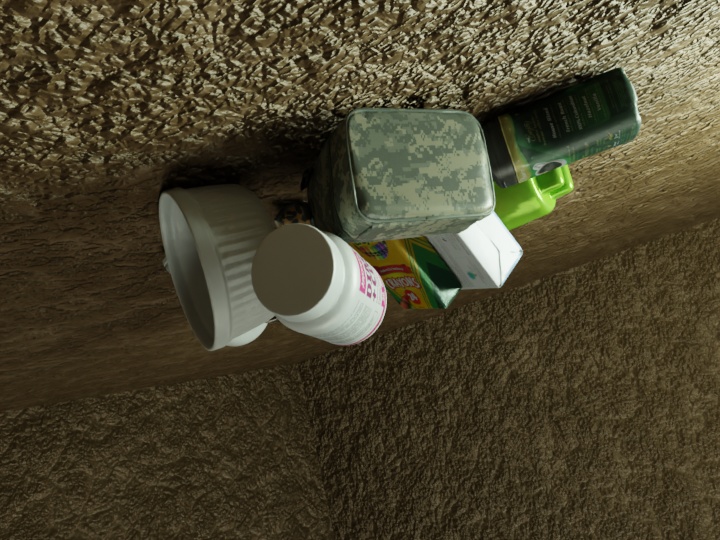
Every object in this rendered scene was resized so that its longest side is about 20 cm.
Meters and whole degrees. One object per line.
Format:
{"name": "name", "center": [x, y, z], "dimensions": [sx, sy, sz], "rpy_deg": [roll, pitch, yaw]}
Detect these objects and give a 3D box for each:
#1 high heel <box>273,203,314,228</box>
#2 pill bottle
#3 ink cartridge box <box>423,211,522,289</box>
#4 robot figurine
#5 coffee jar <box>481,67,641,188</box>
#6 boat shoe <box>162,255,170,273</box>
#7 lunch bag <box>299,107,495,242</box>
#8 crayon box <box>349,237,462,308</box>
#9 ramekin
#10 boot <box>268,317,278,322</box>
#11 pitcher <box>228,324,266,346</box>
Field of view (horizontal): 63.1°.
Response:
{"name": "high heel", "center": [-0.098, 0.000, 0.917], "dimensions": [0.070, 0.206, 0.141], "rpy_deg": [9, -174, 32]}
{"name": "pill bottle", "center": [-0.043, 0.020, 0.680], "dimensions": [0.111, 0.116, 0.200], "rpy_deg": [-17, 164, 12]}
{"name": "ink cartridge box", "center": [0.130, -0.043, 0.900], "dimensions": [0.077, 0.137, 0.199], "rpy_deg": [-47, -163, -23]}
{"name": "robot figurine", "center": [0.221, -0.122, 0.908], "dimensions": [0.197, 0.119, 0.173], "rpy_deg": [-23, 165, 36]}
{"name": "coffee jar", "center": [0.251, -0.179, 0.762], "dimensions": [0.196, 0.088, 0.104], "rpy_deg": [-20, 171, 17]}
{"name": "boat shoe", "center": [-0.221, -0.017, 0.964], "dimensions": [0.197, 0.067, 0.074], "rpy_deg": [-8, 166, -27]}
{"name": "lunch bag", "center": [0.038, -0.102, 0.716], "dimensions": [0.195, 0.143, 0.167], "rpy_deg": [-7, 169, -22]}
{"name": "crayon box", "center": [0.052, -0.029, 0.898], "dimensions": [0.051, 0.201, 0.126], "rpy_deg": [-46, -164, -21]}
{"name": "ramekin", "center": [-0.173, -0.012, 0.743], "dimensions": [0.103, 0.205, 0.200], "rpy_deg": [-18, 171, -28]}
{"name": "boot", "center": [-0.174, -0.003, 0.913], "dimensions": [0.181, 0.065, 0.203], "rpy_deg": [-10, 138, -15]}
{"name": "pitcher", "center": [-0.268, 0.089, 1.278], "dimensions": [0.167, 0.125, 0.199], "rpy_deg": [-3, -170, 22]}
